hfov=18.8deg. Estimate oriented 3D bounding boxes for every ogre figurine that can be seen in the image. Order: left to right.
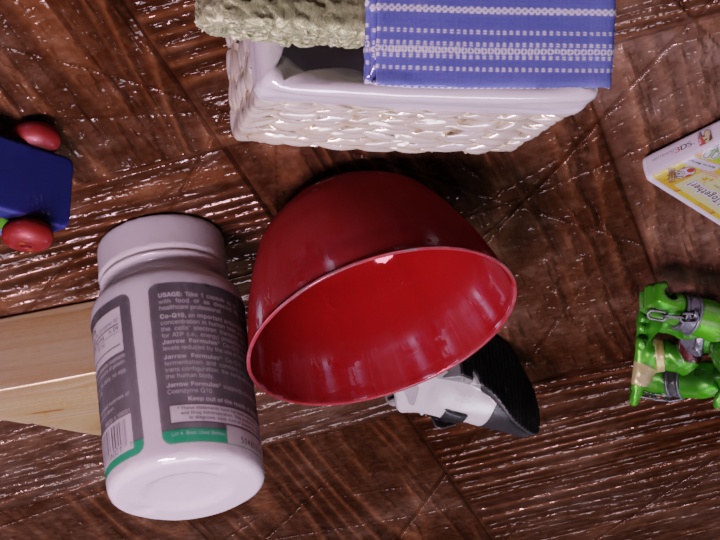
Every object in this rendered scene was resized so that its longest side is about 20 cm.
[{"bbox_3d":[0.286,0.064,1.794,0.120,0.098,0.200,7,138,9],"label":"ogre figurine"}]

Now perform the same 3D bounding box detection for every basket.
[{"bbox_3d":[0.022,-0.143,1.266,0.200,0.136,0.123,1,163,-15],"label":"basket"}]

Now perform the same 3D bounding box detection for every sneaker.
[{"bbox_3d":[0.070,0.091,1.802,0.088,0.074,0.200,-27,137,30],"label":"sneaker"}]

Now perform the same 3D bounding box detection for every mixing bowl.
[{"bbox_3d":[0.000,0.000,1.553,0.200,0.108,0.200,-15,149,-9],"label":"mixing bowl"}]

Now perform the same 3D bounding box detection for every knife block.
[{"bbox_3d":[-0.198,0.059,1.670,0.200,0.064,0.176,14,144,-35],"label":"knife block"}]

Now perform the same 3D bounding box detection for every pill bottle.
[{"bbox_3d":[-0.134,0.068,1.558,0.113,0.200,0.113,-6,152,-3],"label":"pill bottle"}]

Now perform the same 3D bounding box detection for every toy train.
[{"bbox_3d":[-0.297,-0.063,1.409,0.200,0.085,0.116,17,156,-39],"label":"toy train"}]

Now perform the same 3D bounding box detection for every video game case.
[{"bbox_3d":[0.336,-0.080,1.608,0.182,0.023,0.200,-26,148,30],"label":"video game case"}]

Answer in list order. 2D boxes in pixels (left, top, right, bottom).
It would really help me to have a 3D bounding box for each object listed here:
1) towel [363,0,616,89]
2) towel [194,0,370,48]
[{"bbox_3d":[0.069,-0.197,1.159,0.145,0.200,0.024,-2,-174,-17],"label":"towel"},{"bbox_3d":[0.004,-0.188,1.186,0.200,0.148,0.036,0,167,-16],"label":"towel"}]
